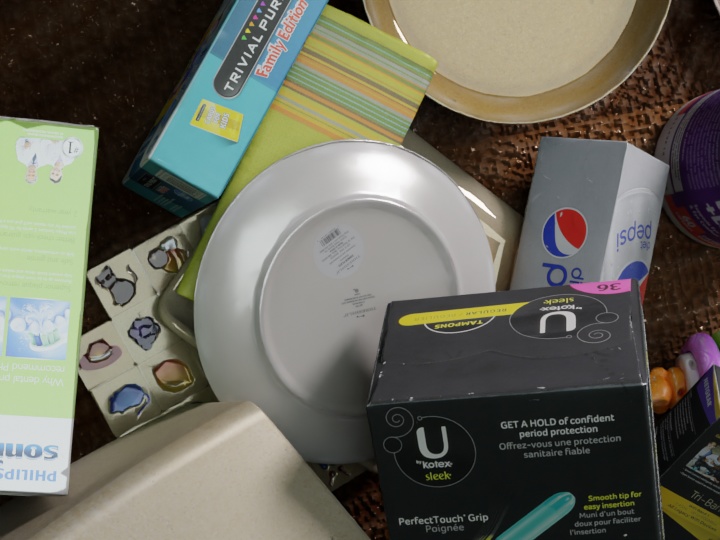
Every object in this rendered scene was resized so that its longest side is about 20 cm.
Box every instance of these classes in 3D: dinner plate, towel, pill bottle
[{"bbox_3d":[-0.002,0.021,0.920,0.200,0.024,0.200,-3,98,-24],"label":"dinner plate"},{"bbox_3d":[-0.032,-0.058,0.930,0.086,0.018,0.200,26,85,-8],"label":"towel"},{"bbox_3d":[0.277,-0.072,0.968,0.111,0.200,0.111,0,88,-14],"label":"pill bottle"}]

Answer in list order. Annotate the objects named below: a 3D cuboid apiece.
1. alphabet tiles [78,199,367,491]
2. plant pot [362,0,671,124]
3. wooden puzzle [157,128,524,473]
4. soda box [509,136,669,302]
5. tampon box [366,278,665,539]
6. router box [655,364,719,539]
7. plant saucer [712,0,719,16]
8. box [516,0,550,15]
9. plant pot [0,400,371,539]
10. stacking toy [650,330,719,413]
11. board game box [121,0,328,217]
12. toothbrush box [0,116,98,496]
[{"bbox_3d":[-0.083,0.065,0.969,0.166,0.006,0.200,-30,96,-13],"label":"alphabet tiles"},{"bbox_3d":[0.098,-0.193,0.963,0.200,0.027,0.200,0,96,-3],"label":"plant pot"},{"bbox_3d":[0.000,0.000,0.966,0.185,0.046,0.200,37,77,-12],"label":"wooden puzzle"},{"bbox_3d":[0.140,0.017,0.987,0.063,0.068,0.200,18,82,-51],"label":"soda box"},{"bbox_3d":[0.096,0.124,0.875,0.150,0.126,0.200,-5,115,10],"label":"tampon box"},{"bbox_3d":[0.263,0.169,0.988,0.200,0.052,0.157,28,123,-13],"label":"router box"},{"bbox_3d":[0.325,-0.220,1.073,0.200,0.032,0.200,0,89,-15],"label":"plant saucer"},{"bbox_3d":[0.121,-0.288,1.011,0.158,0.050,0.200,-31,96,-14],"label":"box"},{"bbox_3d":[-0.101,0.182,0.871,0.177,0.200,0.200,-43,101,-21],"label":"plant pot"},{"bbox_3d":[0.251,0.077,1.018,0.200,0.110,0.116,-5,107,-3],"label":"stacking toy"},{"bbox_3d":[-0.068,-0.133,0.904,0.047,0.151,0.200,29,81,-12],"label":"board game box"},{"bbox_3d":[-0.203,0.020,0.866,0.086,0.146,0.200,4,88,-15],"label":"toothbrush box"}]
